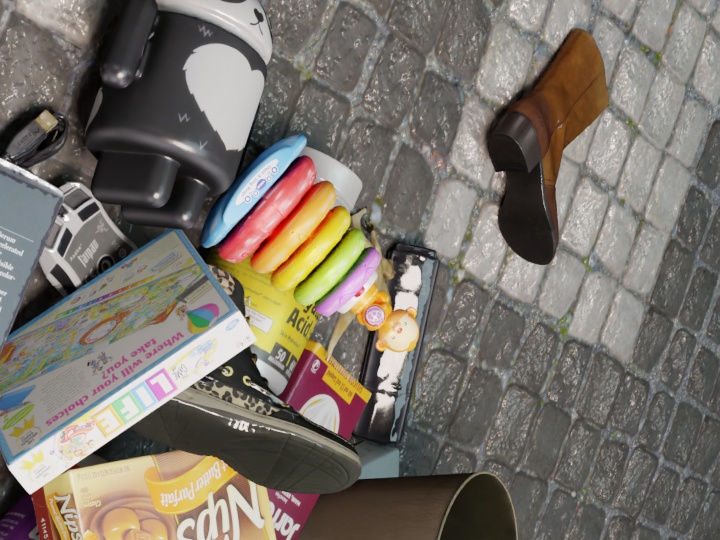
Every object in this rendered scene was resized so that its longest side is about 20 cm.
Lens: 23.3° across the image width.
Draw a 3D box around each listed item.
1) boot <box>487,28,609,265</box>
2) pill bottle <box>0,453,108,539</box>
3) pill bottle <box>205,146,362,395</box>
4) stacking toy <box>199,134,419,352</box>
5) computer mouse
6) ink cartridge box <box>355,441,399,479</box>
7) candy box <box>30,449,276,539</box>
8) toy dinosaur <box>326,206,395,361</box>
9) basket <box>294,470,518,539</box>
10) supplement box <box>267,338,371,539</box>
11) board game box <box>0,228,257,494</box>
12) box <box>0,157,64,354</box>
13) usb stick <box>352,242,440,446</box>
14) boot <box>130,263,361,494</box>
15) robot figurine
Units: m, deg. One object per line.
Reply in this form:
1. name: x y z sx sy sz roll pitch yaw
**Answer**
1. boot: 0.210 -0.131 1.880 0.200 0.068 0.190 -50 129 -38
2. pill bottle: -0.253 0.246 1.368 0.200 0.112 0.113 -49 136 -30
3. pill bottle: -0.076 -0.003 1.504 0.111 0.111 0.202 40 71 -50
4. stacking toy: -0.028 -0.005 1.411 0.200 0.110 0.116 44 82 -7
5. computer mouse: -0.231 -0.026 1.360 0.110 0.044 0.201 -55 133 -30
6. ink cartridge box: -0.033 0.286 1.717 0.173 0.043 0.202 -19 117 -48
7. candy box: -0.153 0.199 1.338 0.199 0.055 0.117 -5 82 -51
8. toy dinosaur: 0.000 0.000 1.600 0.102 0.058 0.200 62 23 -12
9. basket: 0.024 0.259 1.583 0.135 0.198 0.183 8 88 -52
10. supplement box: -0.088 0.163 1.568 0.110 0.085 0.201 46 67 -49
11. board game box: -0.190 0.062 1.304 0.199 0.135 0.034 -34 130 -6
12. box: -0.305 0.012 1.176 0.104 0.147 0.202 25 81 -34
13. usb stick: 0.034 0.075 1.723 0.033 0.055 0.202 -131 -127 -82
14. boot: -0.087 0.082 1.379 0.202 0.074 0.155 23 43 -23
15. robot figurine: -0.139 -0.135 1.354 0.150 0.124 0.202 127 -19 -73
